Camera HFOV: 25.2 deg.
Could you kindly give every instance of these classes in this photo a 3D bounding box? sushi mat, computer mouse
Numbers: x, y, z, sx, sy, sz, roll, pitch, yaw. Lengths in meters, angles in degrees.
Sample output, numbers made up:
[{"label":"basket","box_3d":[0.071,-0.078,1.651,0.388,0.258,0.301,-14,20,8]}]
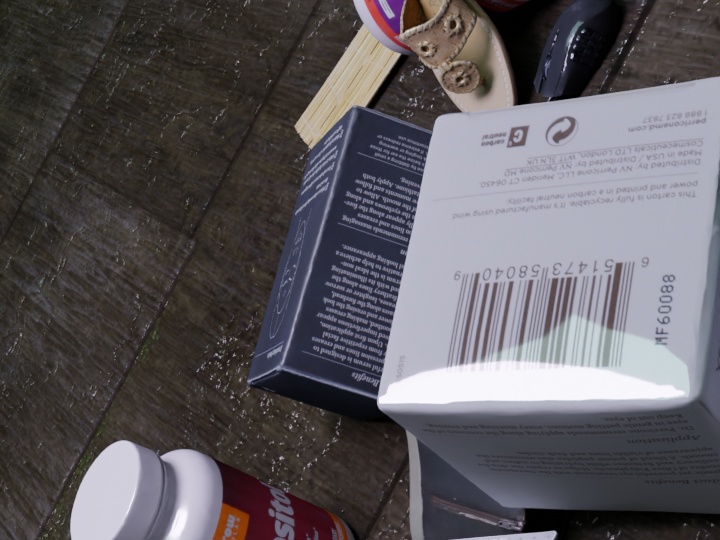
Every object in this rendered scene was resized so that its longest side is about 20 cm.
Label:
[{"label":"sushi mat","box_3d":[0.009,-0.197,1.499,0.201,0.012,0.096,-56,34,11]},{"label":"computer mouse","box_3d":[0.134,-0.131,1.250,0.201,0.034,0.059,-59,33,6]}]

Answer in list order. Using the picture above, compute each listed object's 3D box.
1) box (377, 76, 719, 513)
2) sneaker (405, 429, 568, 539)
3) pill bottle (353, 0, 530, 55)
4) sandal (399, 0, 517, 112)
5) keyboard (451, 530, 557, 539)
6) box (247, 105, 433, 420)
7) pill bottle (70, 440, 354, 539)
[{"label":"box","box_3d":[0.147,0.022,0.941,0.197,0.171,0.202,-5,60,34]},{"label":"sneaker","box_3d":[0.085,0.099,1.073,0.105,0.074,0.203,-4,93,46]},{"label":"pill bottle","box_3d":[0.089,-0.261,1.339,0.199,0.112,0.114,-20,50,47]},{"label":"sandal","box_3d":[0.051,-0.203,1.269,0.077,0.069,0.214,-16,97,47]},{"label":"keyboard","box_3d":[0.043,0.197,1.048,0.199,0.011,0.056,-15,25,46]},{"label":"box","box_3d":[0.000,0.000,1.213,0.148,0.106,0.203,152,135,-75]},{"label":"pill bottle","box_3d":[-0.107,0.201,1.180,0.113,0.199,0.114,-34,41,36]}]
